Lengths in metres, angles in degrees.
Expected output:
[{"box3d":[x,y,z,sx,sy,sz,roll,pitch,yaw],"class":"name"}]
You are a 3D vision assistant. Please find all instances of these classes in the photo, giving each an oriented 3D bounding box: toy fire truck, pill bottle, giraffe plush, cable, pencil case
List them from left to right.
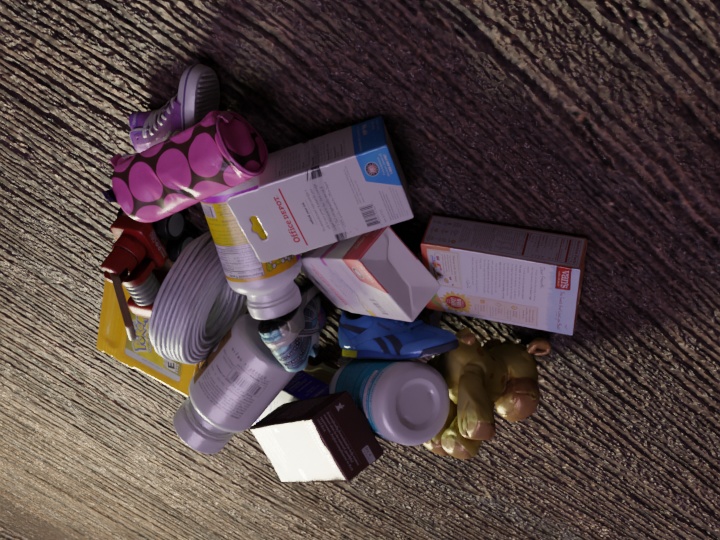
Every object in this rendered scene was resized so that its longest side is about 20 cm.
[{"box3d":[-0.309,0.024,1.264,0.128,0.200,0.176,10,141,26],"class":"toy fire truck"},{"box3d":[-0.207,-0.124,1.031,0.200,0.091,0.094,-18,102,31],"class":"pencil case"},{"box3d":[-0.222,0.042,1.253,0.069,0.200,0.200,25,143,12],"class":"cable"},{"box3d":[-0.184,0.169,1.274,0.114,0.114,0.200,34,111,-14],"class":"pill bottle"},{"box3d":[-0.138,-0.040,1.146,0.104,0.104,0.200,-2,116,28],"class":"pill bottle"},{"box3d":[0.029,0.175,1.218,0.111,0.111,0.200,40,162,-21],"class":"pill bottle"},{"box3d":[0.180,0.158,1.226,0.162,0.200,0.173,2,172,-28],"class":"giraffe plush"}]

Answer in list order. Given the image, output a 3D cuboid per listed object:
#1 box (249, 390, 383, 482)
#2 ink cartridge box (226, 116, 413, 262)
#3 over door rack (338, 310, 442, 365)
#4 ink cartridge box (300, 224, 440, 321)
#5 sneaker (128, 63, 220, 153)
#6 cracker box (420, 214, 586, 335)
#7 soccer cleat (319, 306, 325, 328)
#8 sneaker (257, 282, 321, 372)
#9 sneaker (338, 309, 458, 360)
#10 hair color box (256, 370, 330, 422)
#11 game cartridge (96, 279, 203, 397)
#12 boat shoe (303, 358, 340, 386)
[{"box3d":[-0.064,0.234,1.209,0.200,0.075,0.100,-24,97,55],"class":"box"},{"box3d":[-0.049,-0.094,1.055,0.200,0.068,0.116,-17,131,9],"class":"ink cartridge box"},{"box3d":[0.043,0.116,1.318,0.148,0.067,0.200,13,141,12],"class":"over door rack"},{"box3d":[0.000,0.000,1.164,0.117,0.068,0.200,48,159,-23],"class":"ink cartridge box"},{"box3d":[-0.241,-0.188,1.096,0.114,0.073,0.201,24,142,4],"class":"sneaker"},{"box3d":[0.183,0.006,1.124,0.200,0.058,0.134,11,142,16],"class":"cracker box"},{"box3d":[-0.101,0.105,1.393,0.076,0.067,0.200,8,147,-35],"class":"soccer cleat"},{"box3d":[-0.093,0.081,1.239,0.078,0.200,0.086,-19,105,15],"class":"sneaker"},{"box3d":[0.044,0.080,1.193,0.200,0.066,0.079,-3,93,43],"class":"sneaker"},{"box3d":[-0.132,0.199,1.366,0.200,0.065,0.109,24,126,25],"class":"hair color box"},{"box3d":[-0.340,0.095,1.433,0.200,0.032,0.177,23,118,15],"class":"game cartridge"},{"box3d":[-0.062,0.191,1.397,0.072,0.076,0.200,41,161,-18],"class":"boat shoe"}]
